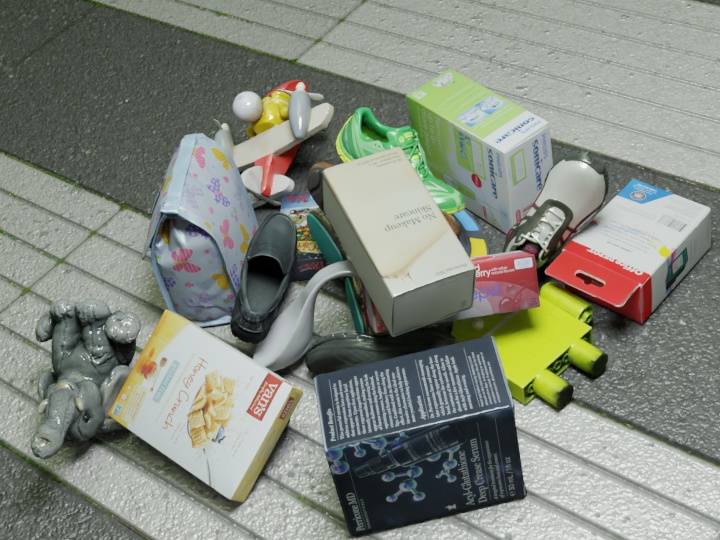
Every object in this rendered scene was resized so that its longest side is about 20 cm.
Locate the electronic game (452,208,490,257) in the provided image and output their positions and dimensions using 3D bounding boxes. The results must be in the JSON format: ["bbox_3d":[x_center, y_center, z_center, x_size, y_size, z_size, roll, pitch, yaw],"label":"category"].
[{"bbox_3d":[0.075,-0.045,1.531,0.198,0.042,0.201,16,43,-15],"label":"electronic game"}]

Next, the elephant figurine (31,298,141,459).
[{"bbox_3d":[-0.337,0.146,1.444,0.141,0.154,0.202,-22,58,46],"label":"elephant figurine"}]

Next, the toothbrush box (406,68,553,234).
[{"bbox_3d":[0.162,-0.158,1.609,0.086,0.147,0.200,-34,46,-22],"label":"toothbrush box"}]

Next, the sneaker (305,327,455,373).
[{"bbox_3d":[0.017,0.116,1.407,0.198,0.076,0.092,-6,78,35],"label":"sneaker"}]

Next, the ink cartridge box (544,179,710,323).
[{"bbox_3d":[0.327,-0.015,1.466,0.116,0.068,0.200,27,55,36],"label":"ink cartridge box"}]

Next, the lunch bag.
[{"bbox_3d":[-0.212,-0.055,1.561,0.125,0.201,0.171,-6,43,9],"label":"lunch bag"}]

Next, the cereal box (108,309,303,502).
[{"bbox_3d":[-0.179,0.153,1.381,0.199,0.039,0.145,27,86,27],"label":"cereal box"}]

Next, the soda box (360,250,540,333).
[{"bbox_3d":[0.103,0.023,1.392,0.197,0.064,0.070,-8,6,-7],"label":"soda box"}]

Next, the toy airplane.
[{"bbox_3d":[-0.136,-0.190,1.725,0.200,0.141,0.199,-43,28,2],"label":"toy airplane"}]

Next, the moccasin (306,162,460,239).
[{"bbox_3d":[0.029,-0.079,1.467,0.199,0.074,0.078,20,35,4],"label":"moccasin"}]

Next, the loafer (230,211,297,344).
[{"bbox_3d":[-0.115,-0.001,1.517,0.067,0.071,0.202,18,50,-6],"label":"loafer"}]

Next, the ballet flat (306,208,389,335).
[{"bbox_3d":[0.000,0.000,1.522,0.075,0.068,0.201,-18,62,-15],"label":"ballet flat"}]

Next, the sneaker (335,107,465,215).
[{"bbox_3d":[0.050,-0.136,1.527,0.199,0.084,0.074,37,37,21],"label":"sneaker"}]

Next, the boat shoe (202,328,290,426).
[{"bbox_3d":[-0.163,0.132,1.440,0.074,0.074,0.199,-39,47,-25],"label":"boat shoe"}]

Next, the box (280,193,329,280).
[{"bbox_3d":[-0.014,-0.053,1.625,0.197,0.038,0.137,-5,43,10],"label":"box"}]

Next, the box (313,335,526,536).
[{"bbox_3d":[0.064,0.176,1.275,0.197,0.149,0.108,-13,41,2],"label":"box"}]

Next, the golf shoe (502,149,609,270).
[{"bbox_3d":[0.233,-0.057,1.453,0.077,0.201,0.088,32,46,3],"label":"golf shoe"}]

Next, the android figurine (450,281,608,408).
[{"bbox_3d":[0.189,0.081,1.424,0.181,0.041,0.199,-35,48,-22],"label":"android figurine"}]

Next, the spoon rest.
[{"bbox_3d":[-0.062,0.051,1.460,0.199,0.061,0.100,-38,22,19],"label":"spoon rest"}]

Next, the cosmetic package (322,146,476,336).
[{"bbox_3d":[0.040,-0.036,1.336,0.102,0.074,0.201,-19,52,-15],"label":"cosmetic package"}]
